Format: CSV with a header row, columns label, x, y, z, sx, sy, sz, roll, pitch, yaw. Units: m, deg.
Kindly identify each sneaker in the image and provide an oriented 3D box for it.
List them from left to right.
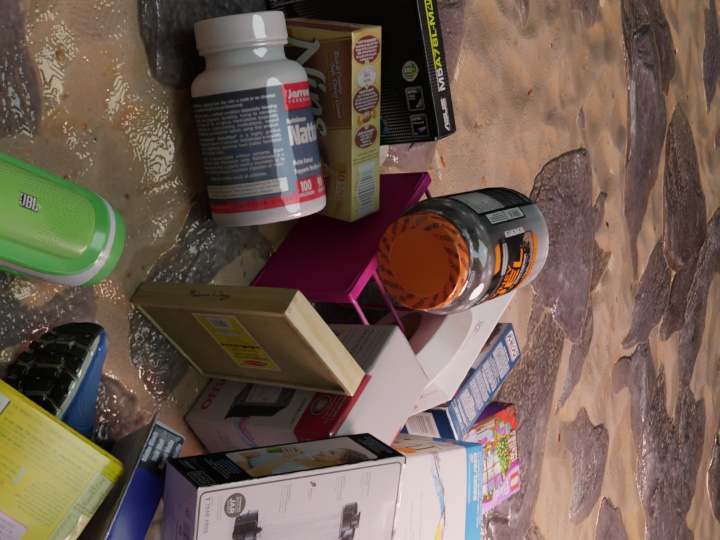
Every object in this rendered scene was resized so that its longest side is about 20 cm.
label,x,y,z,sx,sy,sz,roll,pitch,yaw
sneaker,-0.257,0.141,0.823,0.089,0.079,0.200,32,73,-57

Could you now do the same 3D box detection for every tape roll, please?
label,x,y,z,sx,sy,sz,roll,pitch,yaw
tape roll,0.039,0.098,1.108,0.037,0.203,0.203,49,49,-13

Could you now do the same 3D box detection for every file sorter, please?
label,x,y,z,sx,sy,sz,roll,pitch,yaw
file sorter,0.000,0.000,1.103,0.200,0.139,0.125,-57,134,-36

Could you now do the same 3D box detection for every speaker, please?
label,x,y,z,sx,sy,sz,roll,pitch,yaw
speaker,-0.285,-0.048,0.764,0.200,0.088,0.089,25,70,-51

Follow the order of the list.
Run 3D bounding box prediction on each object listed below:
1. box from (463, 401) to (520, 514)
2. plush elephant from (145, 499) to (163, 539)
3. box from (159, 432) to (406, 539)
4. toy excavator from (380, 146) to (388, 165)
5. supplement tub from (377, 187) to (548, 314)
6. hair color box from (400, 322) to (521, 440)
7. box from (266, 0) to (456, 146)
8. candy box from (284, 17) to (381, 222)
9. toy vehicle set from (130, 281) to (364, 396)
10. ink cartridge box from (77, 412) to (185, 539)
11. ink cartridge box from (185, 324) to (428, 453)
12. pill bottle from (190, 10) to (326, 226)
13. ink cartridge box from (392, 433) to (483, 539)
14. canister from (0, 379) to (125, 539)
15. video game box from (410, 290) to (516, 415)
label,x,y,z,sx,sy,sz,roll,pitch,yaw
box,0.168,0.282,1.412,0.200,0.039,0.137,-14,102,-52
plush elephant,-0.133,0.275,0.924,0.165,0.200,0.155,-2,69,-53
box,-0.063,0.209,0.810,0.200,0.060,0.117,-2,104,-34
toy excavator,-0.009,-0.243,1.142,0.194,0.100,0.200,39,73,-45
supplement tub,0.110,-0.022,1.033,0.200,0.122,0.123,-16,103,-55
hair color box,0.128,0.146,1.306,0.200,0.100,0.061,-44,123,-44
box,-0.002,-0.231,1.046,0.048,0.200,0.193,-30,115,-48
candy box,-0.039,-0.162,1.034,0.055,0.115,0.200,-25,123,-49
toy vehicle set,-0.108,0.062,0.907,0.124,0.200,0.027,55,50,-39
ink cartridge box,-0.205,0.225,0.791,0.041,0.200,0.200,26,66,-14
ink cartridge box,-0.055,0.130,0.978,0.148,0.200,0.086,-57,132,-36
pill bottle,-0.106,-0.152,0.973,0.120,0.120,0.200,-23,109,-51
ink cartridge box,0.032,0.274,1.139,0.200,0.147,0.145,6,86,-54
canister,-0.286,0.188,0.703,0.149,0.087,0.200,41,71,-19
video game box,0.083,0.098,1.179,0.047,0.182,0.200,45,51,-8
